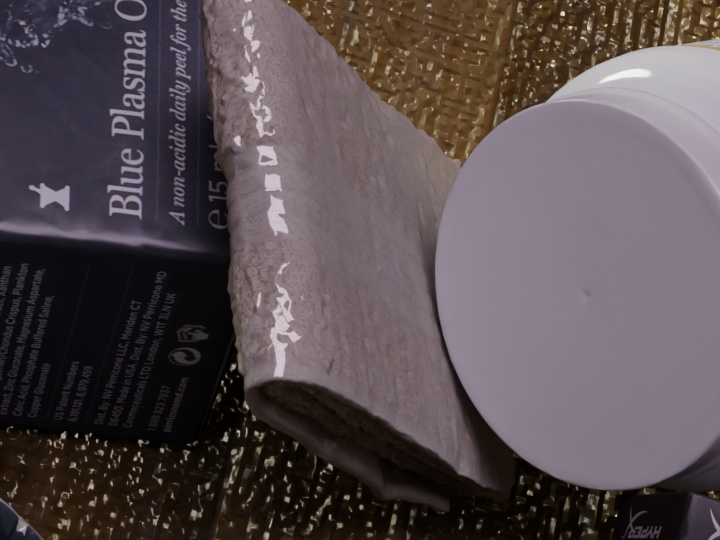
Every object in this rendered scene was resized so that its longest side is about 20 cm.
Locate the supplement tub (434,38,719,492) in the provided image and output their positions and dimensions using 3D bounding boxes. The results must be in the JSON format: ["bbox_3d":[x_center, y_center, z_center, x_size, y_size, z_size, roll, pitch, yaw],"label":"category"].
[{"bbox_3d":[0.134,-0.007,0.873,0.200,0.145,0.145,-14,60,-47],"label":"supplement tub"}]

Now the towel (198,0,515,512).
[{"bbox_3d":[0.000,0.000,0.835,0.034,0.200,0.133,-15,68,17],"label":"towel"}]

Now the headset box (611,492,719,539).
[{"bbox_3d":[0.129,0.181,0.777,0.149,0.075,0.200,18,82,-7],"label":"headset box"}]

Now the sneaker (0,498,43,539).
[{"bbox_3d":[-0.172,0.067,0.800,0.200,0.078,0.086,29,8,-16],"label":"sneaker"}]

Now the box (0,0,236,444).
[{"bbox_3d":[-0.139,-0.061,0.874,0.200,0.117,0.197,6,55,-12],"label":"box"}]
